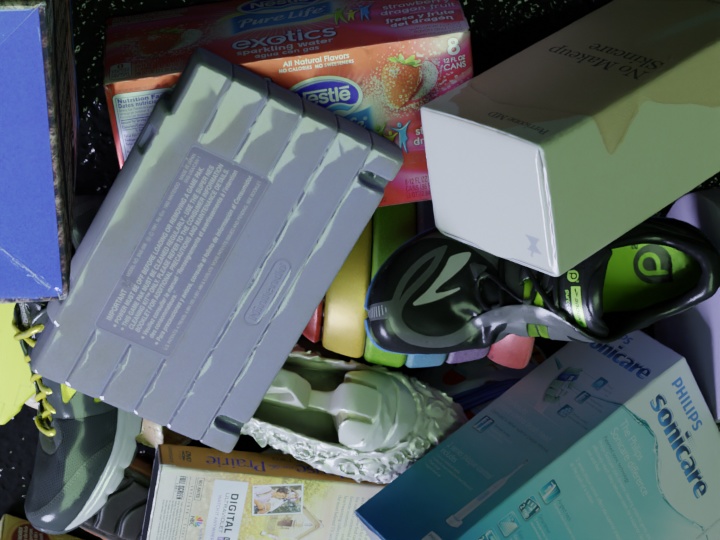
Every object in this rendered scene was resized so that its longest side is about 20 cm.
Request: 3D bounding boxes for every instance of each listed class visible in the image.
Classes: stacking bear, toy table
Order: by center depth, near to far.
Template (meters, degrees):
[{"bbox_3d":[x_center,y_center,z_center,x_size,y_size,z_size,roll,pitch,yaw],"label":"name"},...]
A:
[{"bbox_3d":[0.000,0.000,1.073,0.199,0.114,0.122,3,123,-2],"label":"stacking bear"},{"bbox_3d":[0.250,0.012,1.075,0.116,0.200,0.185,-10,82,-5],"label":"toy table"}]

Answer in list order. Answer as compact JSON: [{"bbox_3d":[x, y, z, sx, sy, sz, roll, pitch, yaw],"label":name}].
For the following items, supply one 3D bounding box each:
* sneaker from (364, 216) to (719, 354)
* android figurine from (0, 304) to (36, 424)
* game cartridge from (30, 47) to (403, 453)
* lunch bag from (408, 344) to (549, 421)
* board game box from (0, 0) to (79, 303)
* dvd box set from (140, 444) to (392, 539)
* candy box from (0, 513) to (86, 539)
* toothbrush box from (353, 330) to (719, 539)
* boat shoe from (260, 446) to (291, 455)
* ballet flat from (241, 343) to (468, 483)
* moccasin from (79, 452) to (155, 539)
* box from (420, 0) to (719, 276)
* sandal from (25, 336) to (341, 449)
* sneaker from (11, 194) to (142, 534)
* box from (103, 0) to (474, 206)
[{"bbox_3d":[0.099,0.004,0.979,0.198,0.083,0.071,-7,94,-4],"label":"sneaker"},{"bbox_3d":[-0.264,0.025,1.085,0.199,0.041,0.183,15,113,-8],"label":"android figurine"},{"bbox_3d":[-0.080,-0.008,0.982,0.129,0.038,0.200,26,110,-15],"label":"game cartridge"},{"bbox_3d":[0.084,0.149,1.186,0.160,0.076,0.200,-25,119,11],"label":"lunch bag"},{"bbox_3d":[-0.199,-0.100,0.934,0.096,0.200,0.160,-2,121,-6],"label":"board game box"},{"bbox_3d":[-0.037,0.181,1.125,0.199,0.029,0.147,6,117,-12],"label":"dvd box set"},{"bbox_3d":[-0.168,0.249,1.227,0.199,0.055,0.116,22,116,-17],"label":"candy box"},{"bbox_3d":[0.120,0.147,1.081,0.200,0.085,0.147,-37,121,-10],"label":"toothbrush box"},{"bbox_3d":[-0.031,0.195,1.190,0.063,0.073,0.201,-18,125,-11],"label":"boat shoe"},{"bbox_3d":[-0.031,0.078,1.074,0.199,0.072,0.072,13,119,-3],"label":"ballet flat"},{"bbox_3d":[-0.126,0.162,1.171,0.201,0.078,0.074,33,97,-39],"label":"moccasin"},{"bbox_3d":[0.136,-0.083,0.986,0.200,0.095,0.078,-32,126,-33],"label":"box"},{"bbox_3d":[-0.112,0.077,1.123,0.210,0.070,0.078,2,120,-7],"label":"sandal"},{"bbox_3d":[-0.167,0.049,1.048,0.084,0.074,0.201,18,86,-34],"label":"sneaker"},{"bbox_3d":[-0.037,-0.093,1.017,0.199,0.096,0.100,-9,121,-1],"label":"box"}]
